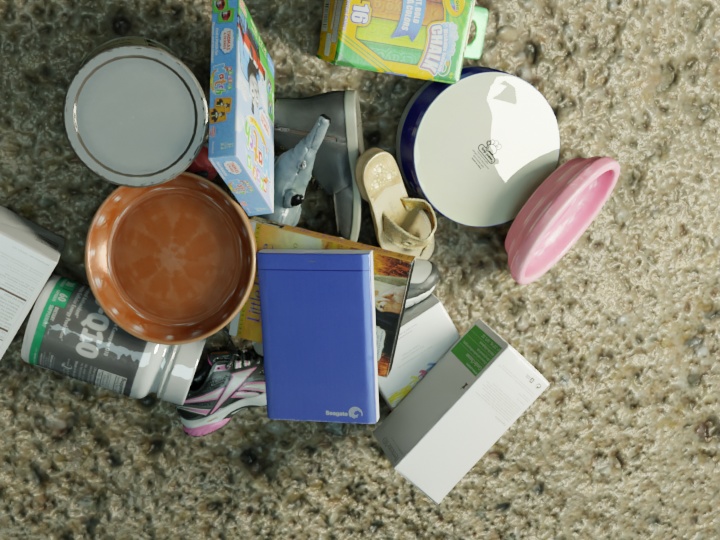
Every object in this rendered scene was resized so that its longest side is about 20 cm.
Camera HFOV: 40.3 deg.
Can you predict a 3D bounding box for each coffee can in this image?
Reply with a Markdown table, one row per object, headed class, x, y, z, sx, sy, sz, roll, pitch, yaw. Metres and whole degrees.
| class | x | y | z | sx | sy | sz | roll | pitch | yaw |
| --- | --- | --- | --- | --- | --- | --- | --- | --- | --- |
| coffee can | -0.250 | -0.183 | 1.094 | 0.146 | 0.200 | 0.147 | -3 | 106 | -12 |

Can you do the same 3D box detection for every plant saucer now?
| class | x | y | z | sx | sy | sz | roll | pitch | yaw |
| --- | --- | --- | --- | --- | --- | --- | --- | --- | --- |
| plant saucer | -0.217 | -0.015 | 1.131 | 0.200 | 0.032 | 0.201 | 0 | 94 | 6 |
| plant saucer | 0.255 | -0.072 | 1.277 | 0.051 | 0.201 | 0.201 | 42 | 93 | 19 |

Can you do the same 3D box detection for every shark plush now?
| class | x | y | z | sx | sy | sz | roll | pitch | yaw |
| --- | --- | --- | --- | --- | --- | --- | --- | --- | --- |
| shark plush | -0.076 | -0.094 | 1.175 | 0.091 | 0.083 | 0.200 | 29 | 115 | -30 |

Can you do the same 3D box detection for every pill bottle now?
| class | x | y | z | sx | sy | sz | roll | pitch | yaw |
| --- | --- | --- | --- | --- | --- | --- | --- | --- | --- |
| pill bottle | -0.295 | 0.088 | 1.191 | 0.200 | 0.113 | 0.113 | 19 | 100 | -8 |

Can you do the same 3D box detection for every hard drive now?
| class | x | y | z | sx | sy | sz | roll | pitch | yaw |
| --- | --- | --- | --- | --- | --- | --- | --- | --- | --- |
| hard drive | -0.048 | 0.076 | 1.126 | 0.132 | 0.025 | 0.200 | 1 | 104 | 13 |

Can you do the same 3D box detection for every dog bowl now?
| class | x | y | z | sx | sy | sz | roll | pitch | yaw |
| --- | --- | --- | --- | --- | --- | --- | --- | --- | --- |
| dog bowl | 0.151 | -0.159 | 1.263 | 0.200 | 0.079 | 0.201 | -4 | 107 | -13 |

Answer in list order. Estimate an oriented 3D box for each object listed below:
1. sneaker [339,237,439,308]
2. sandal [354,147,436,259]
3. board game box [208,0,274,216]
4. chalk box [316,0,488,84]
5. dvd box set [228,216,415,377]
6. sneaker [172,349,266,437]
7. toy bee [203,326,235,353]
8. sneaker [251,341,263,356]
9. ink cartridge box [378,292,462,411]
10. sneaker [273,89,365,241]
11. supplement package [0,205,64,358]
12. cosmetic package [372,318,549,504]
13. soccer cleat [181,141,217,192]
| class | x | y | z | sx | sy | sz | roll | pitch | yaw |
| --- | --- | --- | --- | --- | --- | --- | --- | --- | --- |
| sneaker | 0.000 | 0.000 | 1.241 | 0.200 | 0.074 | 0.080 | 0 | 130 | 5 |
| sandal | 0.060 | -0.061 | 1.230 | 0.078 | 0.070 | 0.212 | -43 | 135 | -12 |
| board game box | -0.131 | -0.183 | 1.103 | 0.037 | 0.151 | 0.200 | -4 | 70 | 9 |
| chalk box | 0.061 | -0.296 | 1.178 | 0.200 | 0.124 | 0.125 | 5 | 105 | -15 |
| dvd box set | -0.047 | 0.030 | 1.147 | 0.200 | 0.029 | 0.147 | 15 | 105 | 10 |
| sneaker | -0.158 | 0.134 | 1.269 | 0.200 | 0.080 | 0.086 | -31 | 113 | -4 |
| toy bee | -0.175 | 0.017 | 1.219 | 0.131 | 0.109 | 0.200 | -28 | 110 | -6 |
| sneaker | -0.044 | 0.076 | 1.202 | 0.200 | 0.076 | 0.092 | -27 | 87 | 25 |
| ink cartridge box | 0.081 | 0.133 | 1.303 | 0.125 | 0.129 | 0.200 | -33 | 111 | -3 |
| sneaker | -0.049 | -0.130 | 1.238 | 0.106 | 0.075 | 0.200 | -1 | 115 | 7 |
| supplement package | -0.451 | 0.032 | 1.148 | 0.120 | 0.121 | 0.200 | 30 | 97 | -18 |
| cosmetic package | 0.120 | 0.171 | 1.199 | 0.200 | 0.108 | 0.085 | -47 | 112 | 0 |
| soccer cleat | -0.239 | -0.088 | 1.197 | 0.200 | 0.085 | 0.069 | -40 | 95 | 23 |
